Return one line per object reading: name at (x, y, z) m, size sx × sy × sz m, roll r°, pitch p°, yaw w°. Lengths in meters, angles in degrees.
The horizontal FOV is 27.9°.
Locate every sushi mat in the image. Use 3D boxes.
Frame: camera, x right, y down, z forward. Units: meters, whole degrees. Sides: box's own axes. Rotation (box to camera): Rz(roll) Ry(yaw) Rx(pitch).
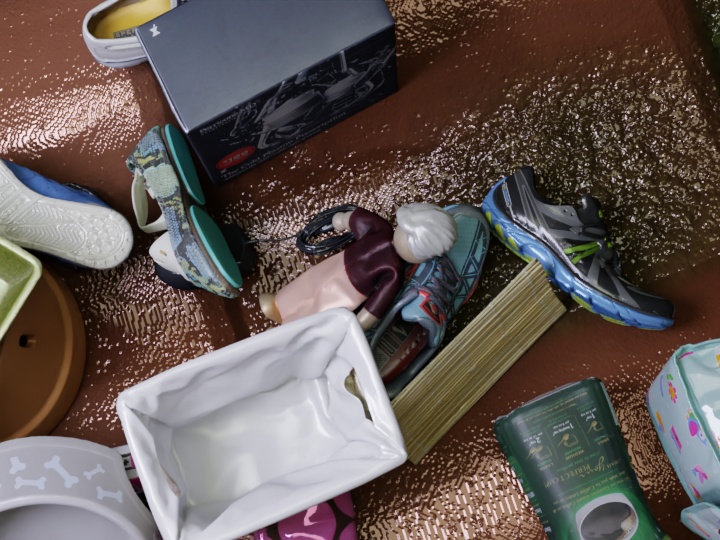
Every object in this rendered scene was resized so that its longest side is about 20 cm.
sushi mat at (0.097, 0.080, 1.257) m, size 0.200 × 0.096 × 0.012 m, roll -44°, pitch 55°, yaw -6°

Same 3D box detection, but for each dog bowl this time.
dog bowl at (-0.256, 0.230, 1.193) m, size 0.197 × 0.202 × 0.059 m, roll -13°, pitch 36°, yaw 0°

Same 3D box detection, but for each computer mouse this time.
computer mouse at (-0.089, -0.020, 1.318) m, size 0.197 × 0.034 × 0.059 m, roll -11°, pitch 52°, yaw -4°

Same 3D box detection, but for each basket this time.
basket at (-0.080, 0.130, 1.149) m, size 0.198 × 0.123 × 0.137 m, roll -21°, pitch 83°, yaw -10°

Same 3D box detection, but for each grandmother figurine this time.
grandmother figurine at (0.000, 0.000, 1.246) m, size 0.199 × 0.060 × 0.123 m, roll -31°, pitch 65°, yaw 30°

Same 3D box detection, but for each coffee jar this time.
coffee jar at (0.195, 0.200, 1.227) m, size 0.103 × 0.085 × 0.202 m, roll -21°, pitch 77°, yaw -5°

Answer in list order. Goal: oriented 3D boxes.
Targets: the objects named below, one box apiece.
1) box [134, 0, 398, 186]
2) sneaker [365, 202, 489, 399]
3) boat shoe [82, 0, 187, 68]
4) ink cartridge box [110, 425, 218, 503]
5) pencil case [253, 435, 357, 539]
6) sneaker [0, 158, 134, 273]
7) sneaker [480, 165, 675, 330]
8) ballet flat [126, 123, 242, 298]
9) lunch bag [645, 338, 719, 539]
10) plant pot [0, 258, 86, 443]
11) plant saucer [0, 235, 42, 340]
box at (-0.076, -0.182, 1.270) m, size 0.198 × 0.182 × 0.105 m, roll -28°, pitch 79°, yaw -3°
sneaker at (0.059, 0.034, 1.257) m, size 0.079 × 0.095 × 0.201 m, roll 33°, pitch 85°, yaw -16°
boat shoe at (-0.156, -0.241, 1.300) m, size 0.197 × 0.070 × 0.072 m, roll -18°, pitch 82°, yaw -1°
ink cartridge box at (-0.208, 0.178, 1.247) m, size 0.197 × 0.095 × 0.038 m, roll -14°, pitch 69°, yaw 0°
pencil case at (-0.050, 0.237, 1.234) m, size 0.093 × 0.090 × 0.203 m, roll -1°, pitch 74°, yaw -33°
sneaker at (-0.295, -0.053, 1.288) m, size 0.197 × 0.111 × 0.078 m, roll 19°, pitch 87°, yaw -7°
sneaker at (0.199, -0.019, 1.279) m, size 0.199 × 0.071 × 0.083 m, roll 40°, pitch 89°, yaw 13°
ballet flat at (-0.162, -0.040, 1.286) m, size 0.073 × 0.075 × 0.201 m, roll -23°, pitch 53°, yaw -2°
lunch bag at (0.320, 0.159, 1.185) m, size 0.120 × 0.171 × 0.202 m, roll -19°, pitch 75°, yaw -2°
plant pot at (-0.350, 0.062, 1.257) m, size 0.197 × 0.140 × 0.203 m, roll 0°, pitch 79°, yaw 2°
plant saucer at (-0.380, 0.035, 1.168) m, size 0.198 × 0.048 × 0.202 m, roll 30°, pitch 82°, yaw 8°
